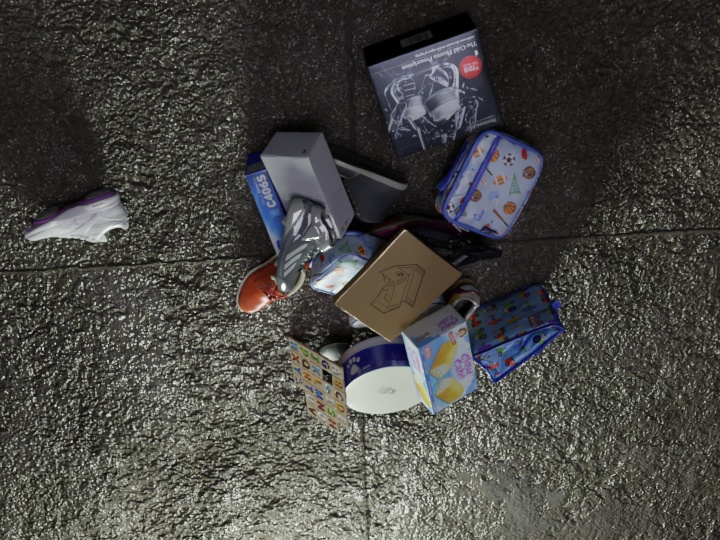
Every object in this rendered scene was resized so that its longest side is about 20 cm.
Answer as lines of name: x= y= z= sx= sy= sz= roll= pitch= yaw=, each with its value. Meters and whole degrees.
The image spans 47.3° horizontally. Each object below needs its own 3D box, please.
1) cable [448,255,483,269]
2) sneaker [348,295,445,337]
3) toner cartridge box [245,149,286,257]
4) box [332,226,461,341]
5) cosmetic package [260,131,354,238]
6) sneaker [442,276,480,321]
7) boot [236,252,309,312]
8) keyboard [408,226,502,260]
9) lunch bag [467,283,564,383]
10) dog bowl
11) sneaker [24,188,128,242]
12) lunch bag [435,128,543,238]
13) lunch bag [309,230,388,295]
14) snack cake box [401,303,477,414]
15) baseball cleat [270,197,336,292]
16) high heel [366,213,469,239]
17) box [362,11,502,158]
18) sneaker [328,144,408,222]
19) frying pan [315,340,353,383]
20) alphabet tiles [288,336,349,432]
cable: x=0.163 y=-0.003 z=1.689 sx=0.200 sy=0.050 sz=0.097 roll=-41 pitch=125 yaw=9
sneaker: x=0.076 y=0.098 z=1.659 sx=0.200 sy=0.071 sz=0.073 roll=-11 pitch=158 yaw=5
toner cartridge box: x=-0.163 y=-0.120 z=1.555 sx=0.043 sy=0.095 sz=0.200 roll=-15 pitch=121 yaw=6
box: x=0.069 y=0.030 z=1.568 sx=0.163 sy=0.021 sz=0.200 roll=35 pitch=109 yaw=-31
cosmetic package: x=-0.093 y=-0.154 z=1.501 sx=0.101 sy=0.071 sz=0.200 roll=6 pitch=140 yaw=26
sneaker: x=0.167 y=0.102 z=1.719 sx=0.075 sy=0.090 sz=0.200 roll=34 pitch=114 yaw=-22
boot: x=-0.179 y=0.031 z=1.641 sx=0.075 sy=0.107 sz=0.200 roll=37 pitch=114 yaw=-25
keyboard: x=0.178 y=-0.041 z=1.579 sx=0.200 sy=0.104 sz=0.040 roll=13 pitch=76 yaw=-26
lunch bag: x=0.322 y=0.111 z=1.702 sx=0.200 sy=0.151 sz=0.094 roll=-34 pitch=119 yaw=16
dog bowl: x=0.054 y=0.225 z=1.757 sx=0.200 sy=0.079 sz=0.200 roll=-6 pitch=142 yaw=-5
sneaker: x=-0.538 y=-0.082 z=1.560 sx=0.200 sy=0.075 sz=0.100 roll=-17 pitch=120 yaw=6
lunch bag: x=0.236 y=-0.162 z=1.545 sx=0.160 sy=0.076 sz=0.200 roll=21 pitch=104 yaw=-20
lunch bag: x=0.000 y=0.000 z=1.621 sx=0.200 sy=0.076 sz=0.160 roll=20 pitch=139 yaw=-31
snack cake box: x=0.161 y=0.179 z=1.644 sx=0.115 sy=0.067 sz=0.200 roll=-28 pitch=131 yaw=-14
baseball cleat: x=-0.102 y=-0.034 z=1.502 sx=0.106 sy=0.070 sz=0.200 roll=17 pitch=126 yaw=10
high heel: x=0.116 y=-0.070 z=1.625 sx=0.200 sy=0.067 sz=0.096 roll=-19 pitch=111 yaw=-8
box: x=0.127 y=-0.324 z=1.446 sx=0.200 sy=0.104 sz=0.182 roll=-18 pitch=122 yaw=7
sneaker: x=-0.019 y=-0.159 z=1.552 sx=0.200 sy=0.075 sz=0.106 roll=21 pitch=117 yaw=-18
frying pan: x=-0.044 y=0.214 z=1.807 sx=0.115 sy=0.031 sz=0.190 roll=-15 pitch=137 yaw=4
alphabet tiles: x=-0.089 y=0.253 z=1.771 sx=0.008 sy=0.167 sz=0.200 roll=-31 pitch=131 yaw=-36
